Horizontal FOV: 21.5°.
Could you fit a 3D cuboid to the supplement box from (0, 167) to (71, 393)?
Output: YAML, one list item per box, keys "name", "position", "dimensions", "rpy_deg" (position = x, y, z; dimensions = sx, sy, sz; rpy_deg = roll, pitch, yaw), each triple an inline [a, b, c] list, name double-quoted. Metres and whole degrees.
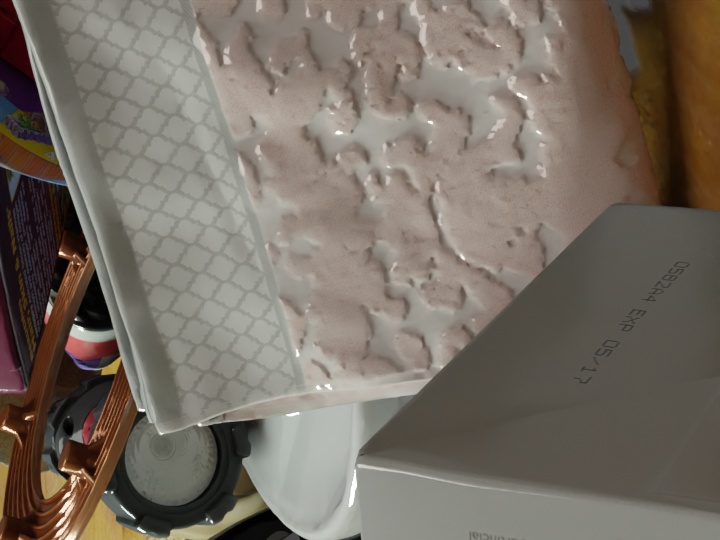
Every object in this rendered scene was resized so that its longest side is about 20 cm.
- name: "supplement box"
  position: [-0.176, -0.050, 0.810]
  dimensions: [0.200, 0.085, 0.111]
  rpy_deg: [-89, -3, -54]

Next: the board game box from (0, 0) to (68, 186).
- name: "board game box"
  position: [-0.121, -0.115, 0.694]
  dimensions: [0.039, 0.158, 0.200]
  rpy_deg: [-50, 52, 31]

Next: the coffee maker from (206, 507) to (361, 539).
- name: "coffee maker"
  position: [-0.079, 0.221, 0.939]
  dimensions: [0.192, 0.199, 0.135]
  rpy_deg: [107, 145, -52]

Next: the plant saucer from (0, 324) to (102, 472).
- name: "plant saucer"
  position: [-0.183, 0.004, 0.977]
  dimensions: [0.201, 0.035, 0.201]
  rpy_deg: [59, -163, -29]

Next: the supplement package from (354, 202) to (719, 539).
- name: "supplement package"
  position: [0.102, 0.107, 0.399]
  dimensions: [0.150, 0.152, 0.201]
  rpy_deg: [6, 112, 25]

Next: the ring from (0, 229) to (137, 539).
- name: "ring"
  position: [-0.118, 0.031, 0.793]
  dimensions: [0.201, 0.019, 0.201]
  rpy_deg: [-54, 25, 39]

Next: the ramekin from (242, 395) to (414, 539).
- name: "ramekin"
  position: [0.000, 0.000, 0.759]
  dimensions: [0.202, 0.094, 0.203]
  rpy_deg: [168, 90, -70]

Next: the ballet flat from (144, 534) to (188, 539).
- name: "ballet flat"
  position: [-0.080, 0.130, 1.108]
  dimensions: [0.065, 0.070, 0.200]
  rpy_deg: [43, 153, 10]

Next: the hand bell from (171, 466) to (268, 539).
- name: "hand bell"
  position: [-0.046, 0.080, 0.921]
  dimensions: [0.200, 0.104, 0.105]
  rpy_deg: [-16, 87, 67]

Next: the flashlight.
- name: "flashlight"
  position: [-0.106, 0.079, 0.851]
  dimensions: [0.200, 0.067, 0.068]
  rpy_deg: [172, 112, -70]

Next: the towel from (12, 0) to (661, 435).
- name: "towel"
  position: [-0.008, -0.052, 0.613]
  dimensions: [0.032, 0.190, 0.201]
  rpy_deg: [-66, -38, -69]

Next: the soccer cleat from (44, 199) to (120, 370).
- name: "soccer cleat"
  position: [-0.160, -0.044, 0.958]
  dimensions: [0.073, 0.068, 0.201]
  rpy_deg: [115, 135, -60]
